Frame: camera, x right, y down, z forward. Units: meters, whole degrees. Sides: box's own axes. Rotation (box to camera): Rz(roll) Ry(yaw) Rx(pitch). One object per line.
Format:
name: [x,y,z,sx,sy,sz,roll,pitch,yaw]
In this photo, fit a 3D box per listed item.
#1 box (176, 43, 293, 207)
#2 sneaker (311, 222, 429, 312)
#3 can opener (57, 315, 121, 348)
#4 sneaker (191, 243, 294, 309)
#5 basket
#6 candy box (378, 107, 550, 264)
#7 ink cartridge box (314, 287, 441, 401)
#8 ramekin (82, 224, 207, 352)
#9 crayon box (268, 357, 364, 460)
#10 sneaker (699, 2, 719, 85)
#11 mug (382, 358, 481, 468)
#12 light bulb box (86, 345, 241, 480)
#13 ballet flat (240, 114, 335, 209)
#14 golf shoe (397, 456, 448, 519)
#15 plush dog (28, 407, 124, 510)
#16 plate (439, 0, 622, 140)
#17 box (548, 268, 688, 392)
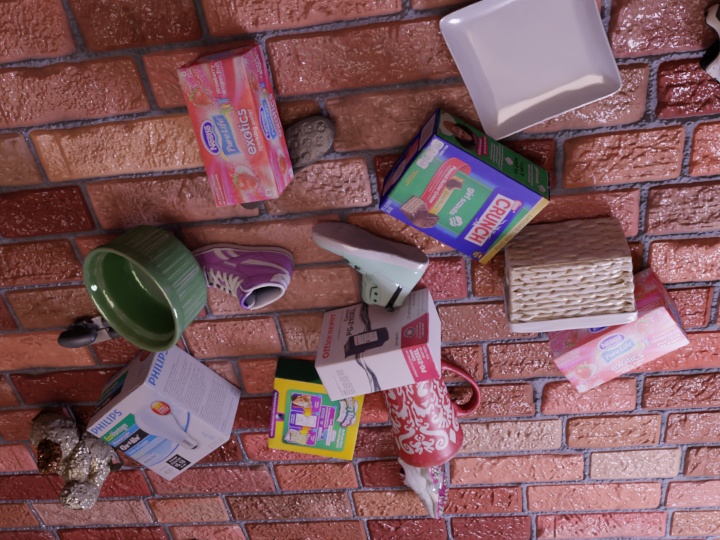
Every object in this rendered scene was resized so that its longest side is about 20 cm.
box: [-0.174,-0.204,1.115,0.101,0.095,0.202,-6,113,14]
sneaker: [0.000,0.000,1.288,0.198,0.074,0.119,18,120,-12]
can opener: [-0.446,0.105,1.425,0.198,0.067,0.053,-16,123,11]
sneaker: [-0.213,0.014,1.299,0.198,0.115,0.073,-5,129,10]
basket: [0.321,0.003,1.229,0.197,0.136,0.125,-5,123,9]
candy box: [0.153,-0.119,1.171,0.198,0.078,0.169,25,136,-14]
ink cartridge box: [0.032,0.125,1.338,0.197,0.146,0.085,-14,124,15]
ramekin: [-0.346,0.024,1.291,0.198,0.098,0.202,19,132,23]
crayon box: [-0.084,0.267,1.513,0.170,0.059,0.202,8,128,-2]
sneaker: [0.500,-0.268,1.054,0.087,0.076,0.202,-3,123,25]
mug: [0.117,0.226,1.445,0.132,0.177,0.202,14,134,42]
light bulb box: [-0.370,0.263,1.495,0.199,0.126,0.198,39,121,-23]
ballet flat: [-0.113,-0.166,1.202,0.200,0.046,0.067,-41,95,24]
golf shoe: [0.129,0.431,1.619,0.090,0.076,0.202,4,127,22]
plush dog: [-0.581,0.352,1.575,0.161,0.200,0.172,-48,126,-3]
plate: [0.232,-0.297,1.071,0.197,0.033,0.201,-20,123,19]
box: [0.419,0.101,1.303,0.199,0.103,0.095,-31,119,26]
